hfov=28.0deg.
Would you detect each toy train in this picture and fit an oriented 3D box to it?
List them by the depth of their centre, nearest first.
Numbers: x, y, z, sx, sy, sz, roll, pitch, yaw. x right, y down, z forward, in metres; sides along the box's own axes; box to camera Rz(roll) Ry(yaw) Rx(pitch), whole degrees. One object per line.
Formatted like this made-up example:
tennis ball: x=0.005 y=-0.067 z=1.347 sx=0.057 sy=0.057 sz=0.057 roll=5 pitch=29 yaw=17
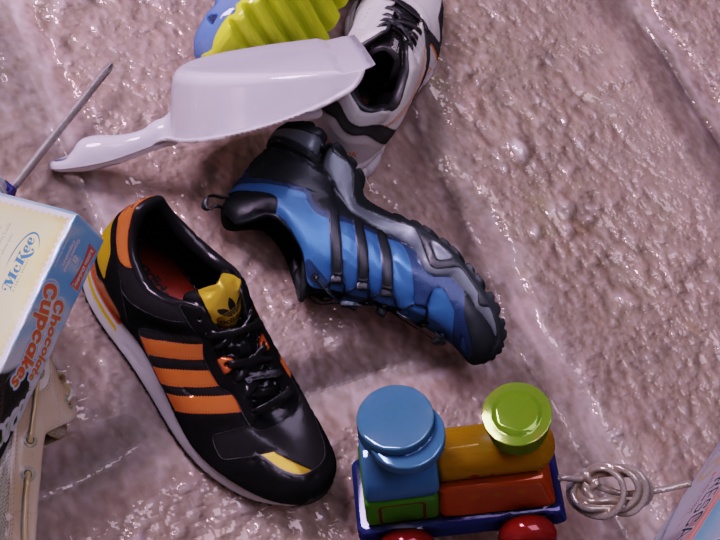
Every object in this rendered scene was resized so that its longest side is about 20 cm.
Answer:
toy train: x=0.093 y=0.102 z=0.814 sx=0.200 sy=0.116 sz=0.085 roll=-6 pitch=56 yaw=0

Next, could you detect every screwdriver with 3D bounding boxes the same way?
screwdriver: x=-0.202 y=-0.062 z=0.860 sx=0.029 sy=0.028 sz=0.200 roll=34 pitch=55 yaw=-15

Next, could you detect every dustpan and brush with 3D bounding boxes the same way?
dustpan and brush: x=-0.094 y=-0.098 z=0.881 sx=0.200 sy=0.140 sz=0.057 roll=-7 pitch=108 yaw=-4

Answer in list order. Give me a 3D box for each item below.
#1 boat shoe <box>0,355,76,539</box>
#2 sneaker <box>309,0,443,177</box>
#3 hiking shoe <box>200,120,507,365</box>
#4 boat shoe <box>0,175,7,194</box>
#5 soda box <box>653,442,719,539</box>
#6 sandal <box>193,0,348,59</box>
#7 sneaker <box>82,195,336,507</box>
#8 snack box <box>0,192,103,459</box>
boat shoe: x=-0.188 y=0.075 z=0.768 sx=0.065 sy=0.072 sz=0.200 roll=20 pitch=56 yaw=-26
sneaker: x=0.022 y=-0.148 z=0.985 sx=0.074 sy=0.080 sz=0.200 roll=25 pitch=53 yaw=-8
hiking shoe: x=0.000 y=0.000 z=0.906 sx=0.200 sy=0.074 sz=0.087 roll=41 pitch=73 yaw=4
boat shoe: x=-0.267 y=-0.095 z=0.815 sx=0.201 sy=0.070 sz=0.072 roll=34 pitch=51 yaw=10
soda box: x=0.222 y=0.178 z=0.897 sx=0.064 sy=0.068 sz=0.200 roll=44 pitch=53 yaw=4
sandal: x=-0.052 y=-0.202 z=0.994 sx=0.087 sy=0.080 sz=0.200 roll=19 pitch=55 yaw=32
sneaker: x=-0.081 y=0.046 z=0.818 sx=0.070 sy=0.090 sz=0.200 roll=-34 pitch=80 yaw=-35
snack box: x=-0.222 y=0.052 z=0.717 sx=0.116 sy=0.037 sz=0.200 roll=14 pitch=70 yaw=22
